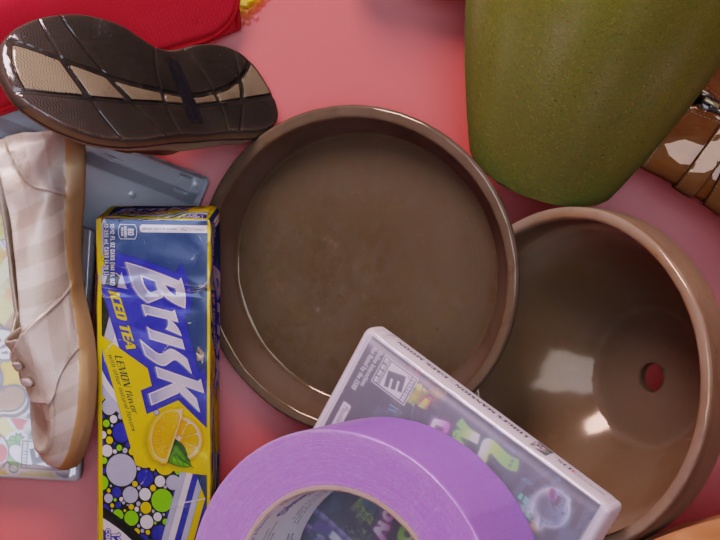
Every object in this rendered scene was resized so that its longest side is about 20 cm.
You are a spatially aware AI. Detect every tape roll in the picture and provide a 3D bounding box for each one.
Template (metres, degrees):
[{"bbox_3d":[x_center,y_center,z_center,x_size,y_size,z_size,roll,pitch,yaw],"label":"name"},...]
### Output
[{"bbox_3d":[0.002,0.185,1.047,0.200,0.066,0.200,2,94,31],"label":"tape roll"}]

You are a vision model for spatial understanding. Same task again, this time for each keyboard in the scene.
[{"bbox_3d":[-0.187,-0.063,1.101,0.200,0.011,0.056,21,100,-26],"label":"keyboard"}]

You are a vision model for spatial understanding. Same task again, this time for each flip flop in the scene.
[{"bbox_3d":[-0.130,-0.099,1.074,0.058,0.200,0.081,-29,75,35],"label":"flip flop"}]

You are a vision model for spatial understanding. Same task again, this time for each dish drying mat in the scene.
[{"bbox_3d":[-0.156,-0.144,1.079,0.200,0.018,0.077,-23,127,-28],"label":"dish drying mat"}]

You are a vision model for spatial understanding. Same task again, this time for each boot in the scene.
[{"bbox_3d":[0.242,-0.038,1.125,0.155,0.077,0.200,20,84,-10],"label":"boot"}]

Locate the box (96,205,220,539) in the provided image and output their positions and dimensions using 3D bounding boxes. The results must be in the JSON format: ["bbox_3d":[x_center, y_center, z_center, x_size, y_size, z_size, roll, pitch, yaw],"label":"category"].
[{"bbox_3d":[-0.119,0.063,1.102,0.070,0.064,0.200,1,99,0],"label":"box"}]

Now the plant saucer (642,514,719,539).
[{"bbox_3d":[0.201,0.200,1.092,0.200,0.200,0.032,-15,50,-3],"label":"plant saucer"}]

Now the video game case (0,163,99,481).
[{"bbox_3d":[-0.255,0.024,1.128,0.182,0.023,0.200,4,91,-3],"label":"video game case"}]

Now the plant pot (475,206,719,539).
[{"bbox_3d":[0.149,0.064,1.097,0.093,0.201,0.201,4,90,-44],"label":"plant pot"}]

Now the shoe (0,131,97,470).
[{"bbox_3d":[-0.187,0.017,1.079,0.053,0.070,0.200,-2,94,-22],"label":"shoe"}]

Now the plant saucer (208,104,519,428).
[{"bbox_3d":[0.000,0.000,1.111,0.200,0.029,0.200,3,99,16],"label":"plant saucer"}]

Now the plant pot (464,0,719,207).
[{"bbox_3d":[0.134,-0.145,1.073,0.187,0.187,0.200,16,120,-3],"label":"plant pot"}]

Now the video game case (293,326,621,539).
[{"bbox_3d":[0.030,0.164,1.078,0.182,0.023,0.200,36,108,24],"label":"video game case"}]
